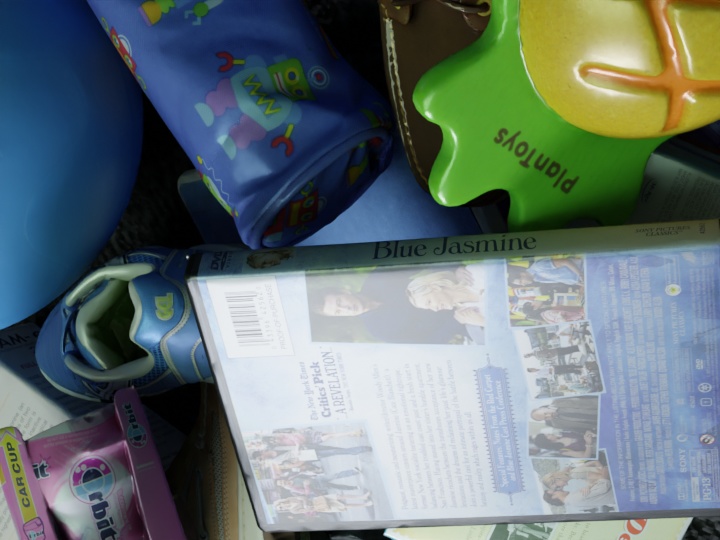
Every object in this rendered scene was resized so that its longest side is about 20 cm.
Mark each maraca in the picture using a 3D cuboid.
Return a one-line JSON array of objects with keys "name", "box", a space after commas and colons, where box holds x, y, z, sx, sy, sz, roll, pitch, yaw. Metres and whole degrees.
[{"name": "maraca", "box": [0.100, -0.097, 0.627, 0.137, 0.107, 0.201, 28, 103, -35]}]

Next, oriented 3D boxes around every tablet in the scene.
[{"name": "tablet", "box": [0.000, 0.000, 0.817, 0.199, 0.014, 0.131, -7, 115, 51]}]

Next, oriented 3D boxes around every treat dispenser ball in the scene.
[{"name": "treat dispenser ball", "box": [-0.196, -0.068, 0.793, 0.200, 0.201, 0.202, 16, 128, 22]}]

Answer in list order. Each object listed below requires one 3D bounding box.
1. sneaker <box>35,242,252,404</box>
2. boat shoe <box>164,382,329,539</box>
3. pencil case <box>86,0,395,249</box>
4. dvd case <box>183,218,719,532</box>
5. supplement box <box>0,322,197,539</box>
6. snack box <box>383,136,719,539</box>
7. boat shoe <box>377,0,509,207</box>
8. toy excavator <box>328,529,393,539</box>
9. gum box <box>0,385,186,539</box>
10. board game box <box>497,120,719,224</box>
[{"name": "sneaker", "box": [-0.104, 0.020, 0.797, 0.200, 0.077, 0.076, -17, 74, 55]}, {"name": "boat shoe", "box": [-0.062, 0.096, 0.844, 0.076, 0.072, 0.202, -3, 94, 22]}, {"name": "pencil case", "box": [-0.061, -0.107, 0.739, 0.201, 0.087, 0.078, 57, 173, 11]}, {"name": "dvd case", "box": [0.043, 0.045, 0.685, 0.198, 0.018, 0.143, -4, 130, 10]}, {"name": "supplement box", "box": [-0.143, 0.136, 0.949, 0.199, 0.073, 0.127, 35, 107, 13]}, {"name": "snack box", "box": [0.099, 0.043, 0.731, 0.115, 0.037, 0.201, 23, 111, 0]}, {"name": "boat shoe", "box": [0.032, -0.120, 0.673, 0.072, 0.067, 0.202, 7, 107, 26]}, {"name": "toy excavator", "box": [0.069, 0.180, 0.888, 0.194, 0.100, 0.200, 32, 146, 8]}, {"name": "gum box", "box": [-0.113, 0.124, 0.787, 0.200, 0.066, 0.114, 131, 121, -77]}, {"name": "board game box", "box": [0.102, -0.001, 0.763, 0.199, 0.039, 0.159, 11, 125, 27]}]
